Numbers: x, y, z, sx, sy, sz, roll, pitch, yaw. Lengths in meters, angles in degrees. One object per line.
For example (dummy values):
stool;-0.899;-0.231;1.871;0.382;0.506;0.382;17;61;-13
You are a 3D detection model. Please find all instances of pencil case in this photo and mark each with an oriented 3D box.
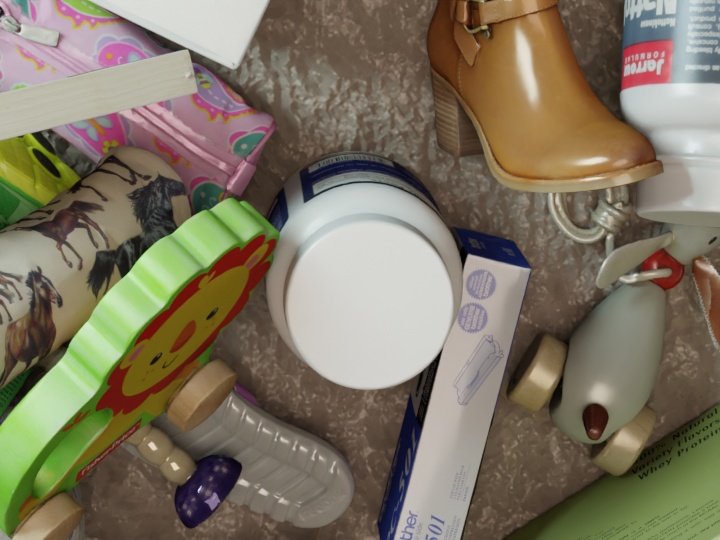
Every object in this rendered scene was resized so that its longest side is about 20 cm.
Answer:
pencil case;-0.150;-0.109;1.393;0.199;0.087;0.088;34;97;-10
pencil case;-0.173;0.003;1.283;0.089;0.200;0.078;-5;113;40

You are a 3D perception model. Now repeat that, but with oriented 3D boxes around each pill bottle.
pill bottle;0.212;-0.130;1.368;0.119;0.120;0.202;4;86;-4
pill bottle;0.000;0.000;1.363;0.115;0.200;0.117;0;101;-2

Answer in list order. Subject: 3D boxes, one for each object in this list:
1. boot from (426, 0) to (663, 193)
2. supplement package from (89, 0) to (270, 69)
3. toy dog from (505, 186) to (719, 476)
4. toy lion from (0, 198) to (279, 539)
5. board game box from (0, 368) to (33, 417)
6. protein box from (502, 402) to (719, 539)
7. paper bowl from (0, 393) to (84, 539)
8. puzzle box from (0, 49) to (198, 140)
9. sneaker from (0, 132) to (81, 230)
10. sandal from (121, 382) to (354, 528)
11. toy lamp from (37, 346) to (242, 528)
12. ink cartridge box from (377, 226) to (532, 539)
boot;0.105;-0.133;1.351;0.076;0.200;0.157;-9;109;-24
supplement package;-0.104;-0.222;1.314;0.150;0.200;0.153;25;98;-8
toy dog;0.169;0.034;1.431;0.131;0.096;0.202;11;100;-6
toy lion;-0.127;0.051;1.270;0.069;0.192;0.200;43;62;11
board game box;-0.281;0.041;1.267;0.200;0.023;0.105;42;73;-30
protein box;0.191;0.208;1.413;0.198;0.200;0.135;-32;101;4
paper bowl;-0.263;0.160;1.403;0.199;0.104;0.202;-5;65;11
puzzle box;-0.201;-0.081;1.250;0.199;0.133;0.026;-16;97;-26
sneaker;-0.200;-0.029;1.392;0.083;0.074;0.200;-37;121;14
sandal;-0.094;0.093;1.456;0.202;0.050;0.083;36;114;-13
toy lamp;-0.160;0.073;1.393;0.200;0.058;0.058;41;96;-13
ink cartridge box;0.056;0.081;1.435;0.044;0.094;0.202;13;100;-5
